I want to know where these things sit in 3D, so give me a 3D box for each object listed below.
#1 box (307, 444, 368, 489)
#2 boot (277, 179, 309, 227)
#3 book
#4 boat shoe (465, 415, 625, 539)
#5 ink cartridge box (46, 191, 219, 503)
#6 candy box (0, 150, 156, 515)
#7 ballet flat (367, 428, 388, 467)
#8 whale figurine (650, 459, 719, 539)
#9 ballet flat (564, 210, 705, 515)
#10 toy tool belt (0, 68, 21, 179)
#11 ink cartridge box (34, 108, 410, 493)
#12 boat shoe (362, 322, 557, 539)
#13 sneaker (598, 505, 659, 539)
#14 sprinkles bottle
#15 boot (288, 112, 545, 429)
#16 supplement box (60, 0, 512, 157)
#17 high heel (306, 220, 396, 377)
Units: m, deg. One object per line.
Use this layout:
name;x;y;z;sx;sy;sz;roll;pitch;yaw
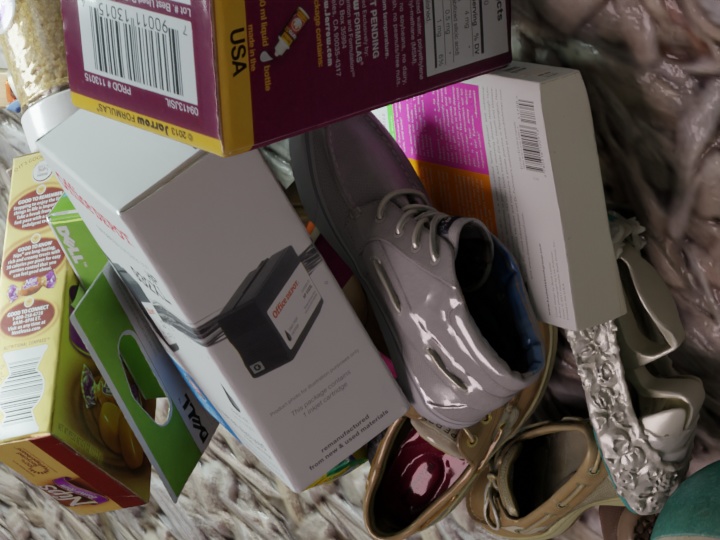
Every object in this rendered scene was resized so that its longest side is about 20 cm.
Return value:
box;-0.040;0.090;1.631;0.118;0.048;0.200;62;-178;5
boot;0.000;0.000;1.524;0.155;0.074;0.200;51;159;-15
book;0.068;-0.050;1.295;0.200;0.048;0.134;21;125;62
boat shoe;0.116;0.126;1.482;0.063;0.074;0.200;11;165;-27
ink cartridge box;-0.130;0.021;1.418;0.075;0.200;0.148;-6;125;29
candy box;-0.174;0.036;1.469;0.056;0.201;0.117;-12;150;22
ballet flat;0.048;0.108;1.584;0.057;0.066;0.200;63;157;20
whale figurine;0.240;0.169;1.367;0.158;0.104;0.200;9;163;22
ballet flat;0.157;0.055;1.336;0.072;0.072;0.201;8;127;53
toy tool belt;-0.177;-0.074;1.608;0.201;0.123;0.125;60;-167;-16
ink cartridge box;-0.076;0.002;1.282;0.200;0.084;0.145;60;168;-29
boat shoe;0.060;0.094;1.470;0.074;0.066;0.201;31;121;12
sneaker;0.218;0.217;1.502;0.201;0.070;0.076;60;170;-15
sprinkles bottle;-0.206;-0.172;1.511;0.201;0.068;0.068;71;157;11
boot;0.037;-0.018;1.269;0.201;0.073;0.096;62;146;5
supplement box;-0.036;-0.141;1.201;0.131;0.200;0.104;19;120;44
high heel;0.008;0.008;1.414;0.096;0.068;0.200;21;161;1
